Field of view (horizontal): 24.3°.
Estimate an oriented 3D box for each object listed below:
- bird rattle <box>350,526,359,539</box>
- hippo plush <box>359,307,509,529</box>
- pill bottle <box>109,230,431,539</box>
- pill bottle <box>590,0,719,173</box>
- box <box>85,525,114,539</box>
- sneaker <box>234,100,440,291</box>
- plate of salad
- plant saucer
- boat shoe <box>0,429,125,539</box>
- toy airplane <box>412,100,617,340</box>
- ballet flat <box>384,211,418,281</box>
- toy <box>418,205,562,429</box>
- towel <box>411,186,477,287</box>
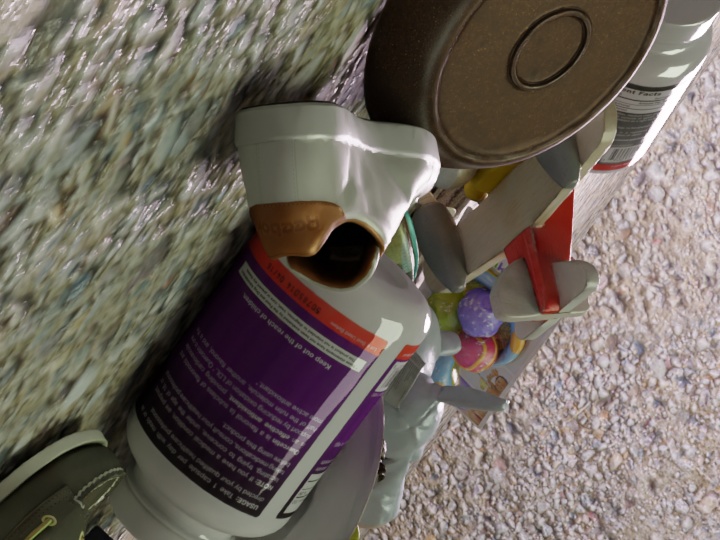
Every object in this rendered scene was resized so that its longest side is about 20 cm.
[{"bbox_3d":[-0.064,0.202,1.170,0.113,0.163,0.200,-47,-164,-13],"label":"bird rattle"},{"bbox_3d":[-0.003,0.077,1.291,0.200,0.158,0.161,-52,-162,35],"label":"hippo plush"},{"bbox_3d":[-0.056,0.069,0.947,0.201,0.112,0.112,-53,171,11],"label":"pill bottle"},{"bbox_3d":[0.211,-0.174,1.330,0.116,0.116,0.200,-47,169,-29],"label":"pill bottle"},{"bbox_3d":[-0.174,0.290,1.112,0.104,0.148,0.201,-43,166,-40],"label":"box"},{"bbox_3d":[-0.010,-0.031,0.826,0.200,0.072,0.086,0,85,-69],"label":"sneaker"},{"bbox_3d":[-0.054,0.130,1.039,0.048,0.200,0.201,34,96,-37],"label":"plate of salad"},{"bbox_3d":[0.095,-0.127,0.904,0.199,0.035,0.201,-25,145,-19],"label":"plant saucer"},{"bbox_3d":[-0.172,0.142,0.814,0.072,0.060,0.202,-56,170,30],"label":"boat shoe"},{"bbox_3d":[0.103,-0.053,1.188,0.201,0.140,0.199,-68,-160,13],"label":"toy airplane"},{"bbox_3d":[0.000,0.000,1.146,0.071,0.069,0.200,-31,168,-7],"label":"ballet flat"},{"bbox_3d":[0.084,0.052,1.382,0.047,0.115,0.200,-38,165,-35],"label":"toy"},{"bbox_3d":[0.072,-0.039,1.424,0.200,0.034,0.133,-48,170,-24],"label":"towel"}]
